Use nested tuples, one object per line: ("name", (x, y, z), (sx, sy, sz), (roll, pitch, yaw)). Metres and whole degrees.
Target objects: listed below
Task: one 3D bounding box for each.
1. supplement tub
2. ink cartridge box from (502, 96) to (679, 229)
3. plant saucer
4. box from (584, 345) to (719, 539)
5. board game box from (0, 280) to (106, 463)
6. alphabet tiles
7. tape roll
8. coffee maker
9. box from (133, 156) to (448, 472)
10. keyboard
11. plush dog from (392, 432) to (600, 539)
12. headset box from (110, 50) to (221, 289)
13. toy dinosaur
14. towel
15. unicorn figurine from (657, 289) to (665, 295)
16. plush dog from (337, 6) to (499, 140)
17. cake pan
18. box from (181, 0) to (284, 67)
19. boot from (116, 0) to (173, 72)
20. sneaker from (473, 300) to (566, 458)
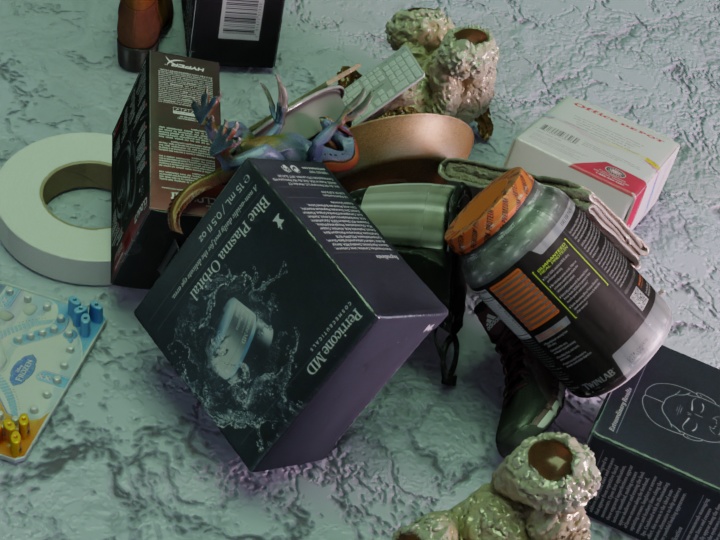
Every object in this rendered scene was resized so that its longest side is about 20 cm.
("supplement tub", (0.177, 0.009, 1.378), (0.200, 0.122, 0.123), (46, 44, -10))
("ink cartridge box", (0.251, -0.107, 1.665), (0.147, 0.086, 0.200), (27, 27, 16))
("plant saucer", (0.025, -0.100, 1.573), (0.199, 0.200, 0.036), (-6, 68, -19))
("box", (0.310, 0.175, 1.391), (0.199, 0.107, 0.149), (24, 44, 12))
("board game box", (-0.364, 0.072, 1.407), (0.199, 0.026, 0.200), (17, 43, 5))
("alphabet tiles", (-0.095, -0.162, 1.610), (0.006, 0.200, 0.166), (59, 26, -6))
("tape roll", (-0.277, -0.066, 1.567), (0.202, 0.037, 0.203), (7, 43, -7))
("coffee maker", (0.000, 0.000, 1.473), (0.199, 0.135, 0.193), (5, 74, 13))
("box", (-0.065, 0.037, 1.348), (0.200, 0.197, 0.117), (50, 26, 24))
("keyboard", (-0.020, -0.173, 1.674), (0.200, 0.011, 0.056), (-35, 44, 8))
("plush dog", (0.141, 0.258, 1.256), (0.200, 0.161, 0.172), (-34, 69, -4))
("headset box", (-0.189, -0.085, 1.464), (0.077, 0.149, 0.201), (6, 58, -21))
("toy dinosaur", (-0.080, -0.111, 1.419), (0.181, 0.200, 0.105), (26, 12, -47))
("towel", (0.180, -0.055, 1.499), (0.200, 0.132, 0.035), (17, 74, 48))
("unicorn figurine", (0.233, 0.025, 1.536), (0.199, 0.074, 0.137), (17, 12, 30))
("plush dog", (0.062, -0.197, 1.739), (0.171, 0.161, 0.200), (-24, 29, -13))
("cake pan", (-0.088, -0.116, 1.565), (0.200, 0.200, 0.037), (-33, 84, -38))
("box", (-0.155, -0.364, 1.823), (0.107, 0.149, 0.200), (1, 43, -12))
("boot", (-0.253, -0.365, 1.773), (0.068, 0.200, 0.189), (12, 42, 0))
("sneaker", (0.142, 0.087, 1.447), (0.116, 0.076, 0.200), (45, 35, -5))
